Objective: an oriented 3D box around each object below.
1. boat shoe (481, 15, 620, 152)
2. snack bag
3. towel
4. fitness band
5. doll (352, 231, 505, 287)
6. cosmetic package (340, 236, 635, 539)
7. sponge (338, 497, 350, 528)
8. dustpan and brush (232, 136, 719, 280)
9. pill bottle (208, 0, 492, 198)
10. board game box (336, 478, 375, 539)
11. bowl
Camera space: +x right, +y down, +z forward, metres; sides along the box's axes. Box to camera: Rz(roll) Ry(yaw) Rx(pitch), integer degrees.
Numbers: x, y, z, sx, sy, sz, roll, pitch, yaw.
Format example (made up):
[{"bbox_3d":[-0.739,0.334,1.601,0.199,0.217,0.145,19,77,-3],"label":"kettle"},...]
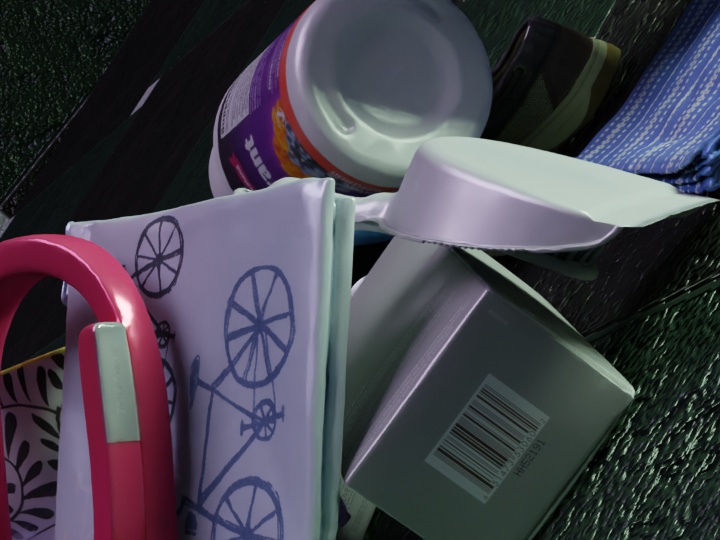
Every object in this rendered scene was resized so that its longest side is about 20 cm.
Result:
[{"bbox_3d":[0.065,-0.079,1.457,0.201,0.066,0.072,-40,19,47],"label":"boat shoe"},{"bbox_3d":[-0.074,0.063,1.149,0.199,0.021,0.190,-8,78,49],"label":"snack bag"},{"bbox_3d":[0.167,-0.098,1.234,0.145,0.024,0.200,-55,12,-7],"label":"towel"},{"bbox_3d":[-0.138,0.084,1.169,0.143,0.037,0.201,-12,80,49],"label":"fitness band"},{"bbox_3d":[0.000,0.000,1.392,0.199,0.049,0.136,-24,-21,20],"label":"doll"},{"bbox_3d":[0.041,0.050,1.167,0.107,0.090,0.200,-54,10,6],"label":"cosmetic package"},{"bbox_3d":[-0.107,0.157,1.259,0.200,0.030,0.111,-31,-6,37],"label":"sponge"},{"bbox_3d":[0.038,-0.027,1.121,0.139,0.199,0.058,-16,-59,-67],"label":"dustpan and brush"},{"bbox_3d":[-0.015,-0.077,1.415,0.112,0.111,0.200,-59,10,-22],"label":"pill bottle"},{"bbox_3d":[-0.052,0.112,1.375,0.200,0.035,0.127,-25,33,47],"label":"board game box"},{"bbox_3d":[-0.124,0.100,1.315,0.200,0.095,0.201,-19,-12,-4],"label":"bowl"}]
